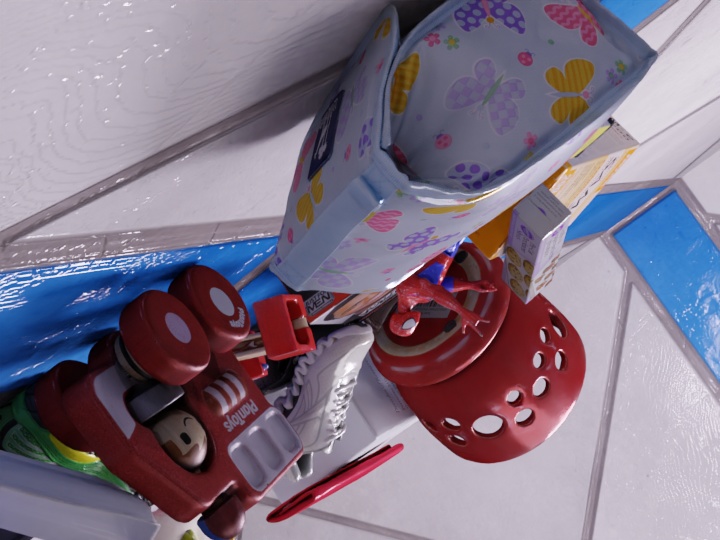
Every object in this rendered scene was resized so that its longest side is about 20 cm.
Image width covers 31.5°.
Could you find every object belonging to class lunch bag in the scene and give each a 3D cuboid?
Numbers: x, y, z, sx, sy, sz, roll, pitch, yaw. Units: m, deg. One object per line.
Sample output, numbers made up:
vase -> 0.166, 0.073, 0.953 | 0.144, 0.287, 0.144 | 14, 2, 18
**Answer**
lunch bag -> 0.042, -0.079, 0.739 | 0.200, 0.127, 0.170 | -41, 177, -29

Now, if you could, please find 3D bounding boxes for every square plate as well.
square plate -> -0.240, 0.157, 0.896 | 0.198, 0.200, 0.028 | 123, -17, -66

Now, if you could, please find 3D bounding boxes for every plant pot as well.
plant pot -> 0.118, 0.085, 1.396 | 0.200, 0.201, 0.182 | -37, 129, 15

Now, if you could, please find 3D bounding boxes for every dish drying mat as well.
dish drying mat -> -0.025, 0.236, 1.431 | 0.077, 0.018, 0.200 | -39, 169, 29

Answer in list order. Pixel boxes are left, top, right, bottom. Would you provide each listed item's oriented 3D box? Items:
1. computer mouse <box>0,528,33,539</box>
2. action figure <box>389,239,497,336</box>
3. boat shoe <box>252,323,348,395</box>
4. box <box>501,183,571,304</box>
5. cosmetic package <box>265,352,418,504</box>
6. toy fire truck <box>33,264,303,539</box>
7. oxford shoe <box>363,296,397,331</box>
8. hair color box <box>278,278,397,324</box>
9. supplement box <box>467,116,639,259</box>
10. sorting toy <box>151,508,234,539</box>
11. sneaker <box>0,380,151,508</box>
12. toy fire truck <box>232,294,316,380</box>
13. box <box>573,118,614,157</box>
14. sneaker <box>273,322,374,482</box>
computer mouse -> -0.279, 0.218, 1.069 | 0.200, 0.141, 0.046 | -34, 175, -2
action figure -> 0.102, -0.017, 1.134 | 0.200, 0.099, 0.065 | -57, 167, -3
boat shoe -> -0.093, 0.090, 1.321 | 0.200, 0.074, 0.060 | -23, 173, -15
box -> 0.163, -0.021, 1.204 | 0.039, 0.041, 0.200 | -41, 165, -10
cosmetic package -> -0.032, 0.145, 1.516 | 0.167, 0.166, 0.200 | -39, 169, 30
toy fire truck -> -0.121, 0.102, 0.902 | 0.112, 0.168, 0.200 | -38, -179, 19
oxford shoe -> 0.073, -0.014, 1.339 | 0.200, 0.073, 0.071 | -38, 171, -3
hair color box -> 0.000, 0.000, 1.201 | 0.101, 0.061, 0.200 | -36, 170, 10
supplement box -> 0.184, -0.094, 1.275 | 0.126, 0.074, 0.200 | -52, 163, 30
sorting toy -> -0.157, 0.238, 1.247 | 0.180, 0.107, 0.200 | -55, 173, -1
sneaker -> -0.231, 0.151, 1.016 | 0.085, 0.078, 0.200 | -25, 140, 7
toy fire truck -> -0.099, 0.068, 1.120 | 0.141, 0.049, 0.200 | -18, 173, 7
box -> 0.129, -0.119, 1.004 | 0.050, 0.075, 0.200 | -42, 167, 31
sneaker -> -0.038, 0.133, 1.294 | 0.075, 0.081, 0.200 | -9, 142, -51
